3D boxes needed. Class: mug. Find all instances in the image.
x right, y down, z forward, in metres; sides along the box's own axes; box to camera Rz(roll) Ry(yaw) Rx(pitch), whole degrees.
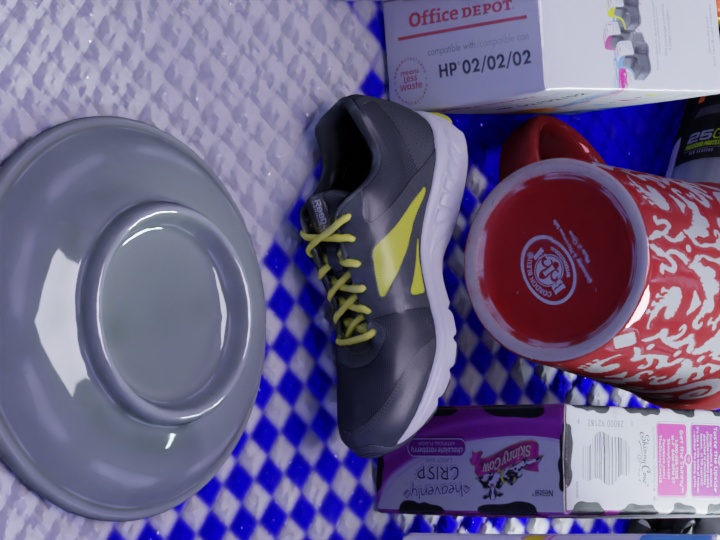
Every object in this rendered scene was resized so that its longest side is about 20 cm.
[{"bbox_3d":[0.129,-0.002,1.618,0.200,0.177,0.134,11,102,-62],"label":"mug"}]

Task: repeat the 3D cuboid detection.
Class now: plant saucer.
[{"bbox_3d":[-0.106,0.022,1.437,0.200,0.050,0.201,7,81,-45],"label":"plant saucer"}]

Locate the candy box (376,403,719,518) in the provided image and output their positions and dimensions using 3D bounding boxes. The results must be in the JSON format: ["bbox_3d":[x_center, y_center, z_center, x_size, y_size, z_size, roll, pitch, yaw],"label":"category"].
[{"bbox_3d":[0.124,0.105,1.609,0.200,0.136,0.061,4,84,-46],"label":"candy box"}]

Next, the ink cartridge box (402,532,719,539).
[{"bbox_3d":[0.111,0.207,1.555,0.125,0.200,0.129,23,68,-62],"label":"ink cartridge box"}]

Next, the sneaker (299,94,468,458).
[{"bbox_3d":[0.000,0.000,1.546,0.085,0.074,0.200,24,60,-37],"label":"sneaker"}]

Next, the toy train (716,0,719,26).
[{"bbox_3d":[0.198,-0.233,1.748,0.200,0.055,0.150,-74,167,-55],"label":"toy train"}]

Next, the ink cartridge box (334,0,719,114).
[{"bbox_3d":[0.093,-0.123,1.615,0.200,0.115,0.068,-2,87,-46],"label":"ink cartridge box"}]

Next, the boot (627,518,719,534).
[{"bbox_3d":[0.226,0.202,1.759,0.198,0.073,0.163,37,57,-37],"label":"boot"}]

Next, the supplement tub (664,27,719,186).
[{"bbox_3d":[0.255,-0.085,1.778,0.122,0.122,0.200,38,59,-38],"label":"supplement tub"}]
